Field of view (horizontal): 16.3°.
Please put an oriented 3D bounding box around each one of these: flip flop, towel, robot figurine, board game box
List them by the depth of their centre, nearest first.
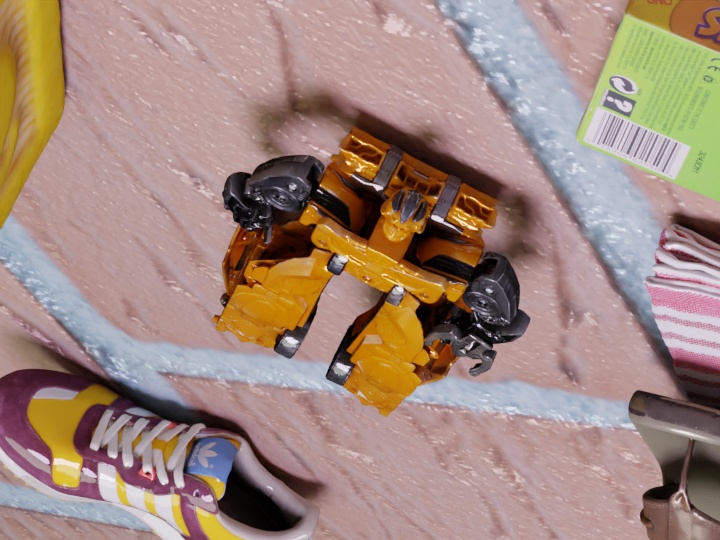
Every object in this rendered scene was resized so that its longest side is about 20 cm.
[{"bbox_3d":[0.183,-0.039,0.929,0.200,0.030,0.096,25,154,5],"label":"board game box"},{"bbox_3d":[0.210,0.053,1.082,0.146,0.030,0.200,13,154,26],"label":"towel"},{"bbox_3d":[0.000,0.000,1.133,0.145,0.058,0.200,27,155,-4],"label":"robot figurine"},{"bbox_3d":[0.159,0.112,1.144,0.081,0.058,0.200,17,156,17],"label":"flip flop"}]

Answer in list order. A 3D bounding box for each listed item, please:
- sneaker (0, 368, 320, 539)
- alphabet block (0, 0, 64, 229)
[{"bbox_3d":[-0.115,0.106,1.431,0.200,0.075,0.090,29,147,-21],"label":"sneaker"},{"bbox_3d":[-0.255,-0.077,1.063,0.200,0.197,0.195,22,156,7],"label":"alphabet block"}]
